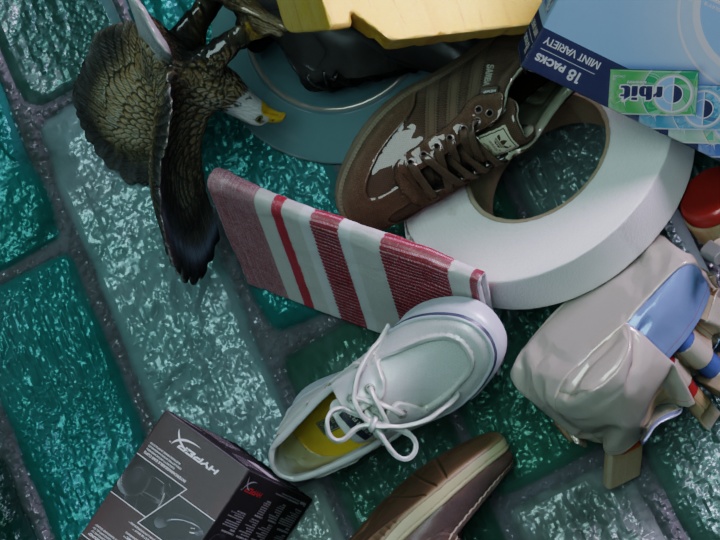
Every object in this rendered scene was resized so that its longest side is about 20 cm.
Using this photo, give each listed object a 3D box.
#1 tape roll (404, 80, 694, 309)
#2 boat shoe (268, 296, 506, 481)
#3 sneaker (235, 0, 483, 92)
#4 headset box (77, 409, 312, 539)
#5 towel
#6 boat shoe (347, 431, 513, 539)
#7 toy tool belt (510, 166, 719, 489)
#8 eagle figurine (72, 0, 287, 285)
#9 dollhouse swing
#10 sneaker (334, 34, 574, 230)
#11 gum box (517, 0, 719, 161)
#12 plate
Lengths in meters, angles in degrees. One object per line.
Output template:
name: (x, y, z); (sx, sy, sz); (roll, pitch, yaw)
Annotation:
tape roll: (0.122, -0.066, 1.729); (0.202, 0.037, 0.203); (-20, 48, 24)
boat shoe: (0.008, 0.087, 1.699); (0.202, 0.086, 0.075); (-29, 105, 39)
sneaker: (0.002, -0.157, 1.793); (0.200, 0.076, 0.091); (23, 94, 26)
headset box: (-0.133, 0.204, 1.727); (0.077, 0.149, 0.200); (35, 89, 20)
towel: (0.000, 0.000, 1.739); (0.200, 0.144, 0.023); (21, 68, 19)
boat shoe: (0.035, 0.192, 1.733); (0.200, 0.072, 0.072); (-44, 100, -8)
toy tool belt: (0.201, 0.040, 1.702); (0.200, 0.123, 0.125); (-47, 37, -5)
eagle figurine: (-0.122, -0.110, 1.767); (0.151, 0.152, 0.200); (34, 112, 0)
dollhouse swing: (0.022, -0.204, 1.730); (0.199, 0.176, 0.182); (-8, 73, -24)
sneaker: (0.069, -0.094, 1.705); (0.200, 0.070, 0.076); (-43, 32, -2)
gum box: (0.217, -0.181, 1.612); (0.170, 0.045, 0.200); (24, 110, -10)
plate: (-0.014, -0.174, 1.844); (0.199, 0.026, 0.201); (-4, 77, 16)
